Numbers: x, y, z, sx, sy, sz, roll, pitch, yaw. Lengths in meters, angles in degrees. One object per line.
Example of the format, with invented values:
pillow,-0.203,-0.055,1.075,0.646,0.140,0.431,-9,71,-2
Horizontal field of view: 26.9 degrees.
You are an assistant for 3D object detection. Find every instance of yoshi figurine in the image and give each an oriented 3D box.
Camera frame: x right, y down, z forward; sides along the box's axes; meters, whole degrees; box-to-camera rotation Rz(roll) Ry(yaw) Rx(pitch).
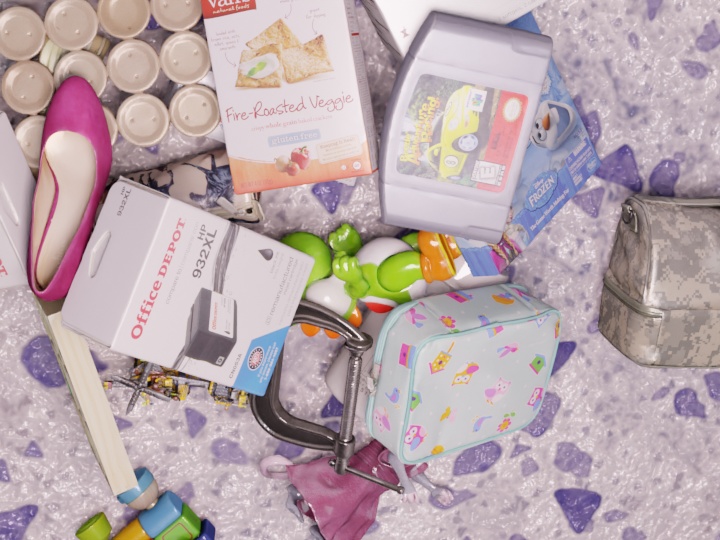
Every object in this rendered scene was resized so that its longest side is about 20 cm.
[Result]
yoshi figurine,-0.007,-0.012,1.484,0.199,0.112,0.112,-22,148,18

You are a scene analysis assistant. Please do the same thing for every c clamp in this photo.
c clamp,-0.031,0.119,1.503,0.170,0.027,0.201,12,122,17

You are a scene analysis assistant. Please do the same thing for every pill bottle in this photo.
pill bottle,0.061,0.062,1.555,0.114,0.114,0.200,31,101,-18

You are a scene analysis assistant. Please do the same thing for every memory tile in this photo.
memory tile,-0.235,-0.185,1.402,0.199,0.017,0.154,-11,98,-4

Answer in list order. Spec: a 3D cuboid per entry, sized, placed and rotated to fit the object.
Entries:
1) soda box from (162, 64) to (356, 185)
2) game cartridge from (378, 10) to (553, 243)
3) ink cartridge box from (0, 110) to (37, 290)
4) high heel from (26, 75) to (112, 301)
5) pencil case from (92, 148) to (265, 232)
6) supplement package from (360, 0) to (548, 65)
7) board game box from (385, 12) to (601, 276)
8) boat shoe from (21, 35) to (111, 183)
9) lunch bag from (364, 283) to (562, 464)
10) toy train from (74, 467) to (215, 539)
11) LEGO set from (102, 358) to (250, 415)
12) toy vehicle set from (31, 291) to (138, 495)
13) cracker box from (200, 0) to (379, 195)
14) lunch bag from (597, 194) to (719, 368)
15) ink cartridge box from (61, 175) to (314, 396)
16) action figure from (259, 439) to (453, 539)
soda box,-0.092,-0.148,1.478,0.199,0.068,0.064,17,102,-15
game cartridge,0.088,-0.129,1.374,0.132,0.041,0.201,10,108,-8
ink cartridge box,-0.400,-0.051,1.402,0.199,0.084,0.146,-9,118,21
high heel,-0.269,-0.074,1.353,0.067,0.096,0.201,11,96,2
pencil case,-0.194,-0.062,1.477,0.199,0.090,0.078,-15,118,-6
supplement package,0.097,-0.292,1.417,0.199,0.156,0.111,-30,111,1
board game box,0.136,-0.132,1.482,0.200,0.043,0.199,-45,116,-34
boat shoe,-0.289,-0.132,1.448,0.063,0.073,0.202,12,99,-9
lunch bag,0.095,0.102,1.469,0.199,0.077,0.161,-11,125,-34
toy train,-0.261,0.309,1.603,0.200,0.085,0.116,-40,101,5
LEGO set,-0.160,0.061,1.511,0.153,0.116,0.201,18,105,-16
toy vehicle set,-0.277,0.111,1.503,0.026,0.124,0.201,-22,111,-14
cracker box,-0.064,-0.179,1.389,0.133,0.058,0.201,-8,97,12
lunch bag,0.360,0.004,1.577,0.199,0.139,0.169,1,109,-12
ink cartridge box,-0.155,0.018,1.386,0.200,0.084,0.146,23,88,-47
action figure,0.016,0.212,1.627,0.200,0.134,0.149,-41,68,-8
